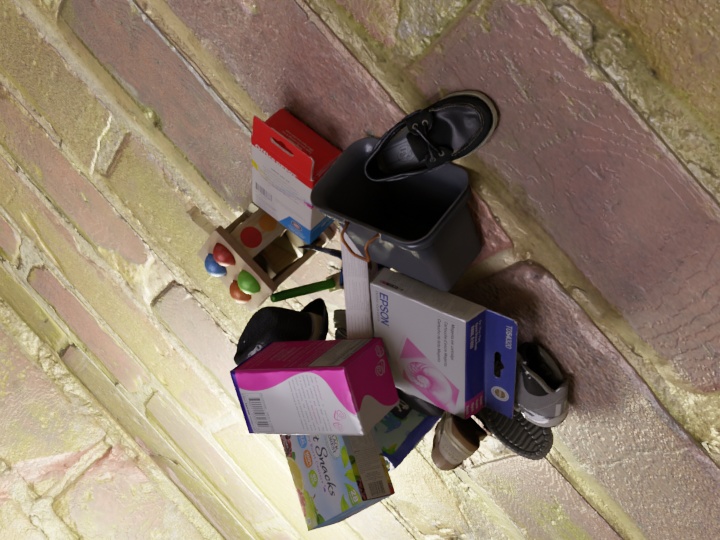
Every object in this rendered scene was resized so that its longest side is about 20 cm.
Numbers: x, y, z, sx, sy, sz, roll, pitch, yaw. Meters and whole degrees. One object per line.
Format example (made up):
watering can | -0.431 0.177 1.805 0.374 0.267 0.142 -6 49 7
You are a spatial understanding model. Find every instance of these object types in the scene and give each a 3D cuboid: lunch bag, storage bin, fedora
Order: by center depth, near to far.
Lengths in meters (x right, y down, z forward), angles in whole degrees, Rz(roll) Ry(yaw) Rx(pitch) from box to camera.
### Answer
storage bin | 0.051 -0.055 1.474 0.200 0.146 0.134 23 156 40
fedora | -0.130 0.113 1.762 0.091 0.201 0.200 27 160 -20
lunch bag | 0.041 0.224 1.827 0.200 0.170 0.128 11 140 51

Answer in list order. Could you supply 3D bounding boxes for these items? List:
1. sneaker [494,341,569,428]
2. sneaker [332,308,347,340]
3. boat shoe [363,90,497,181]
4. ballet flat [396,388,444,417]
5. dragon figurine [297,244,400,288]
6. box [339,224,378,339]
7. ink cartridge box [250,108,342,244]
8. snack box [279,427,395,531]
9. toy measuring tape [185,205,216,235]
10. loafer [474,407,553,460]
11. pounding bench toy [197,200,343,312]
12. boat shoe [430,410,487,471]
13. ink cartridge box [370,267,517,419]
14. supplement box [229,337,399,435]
sneaker | 0.197 0.125 1.581 0.200 0.075 0.116 24 143 20
sneaker | 0.048 0.103 1.689 0.200 0.078 0.087 2 89 38
boat shoe | 0.073 -0.148 1.349 0.199 0.066 0.075 -13 109 49
ballet flat | 0.058 0.139 1.744 0.200 0.068 0.068 48 -178 34
dragon figurine | 0.010 -0.006 1.674 0.200 0.059 0.099 38 151 7
box | 0.000 0.000 1.612 0.041 0.039 0.201 1 103 23
ink cartridge box | -0.090 -0.141 1.626 0.116 0.067 0.200 37 152 17
snack box | -0.044 0.263 1.730 0.169 0.068 0.200 -39 65 49
toy measuring tape | -0.209 -0.049 1.934 0.200 0.074 0.074 42 154 9
loafer | 0.198 0.195 1.682 0.200 0.075 0.070 43 180 21
pounding bench toy | -0.124 -0.006 1.767 0.200 0.156 0.124 47 154 -1
boat shoe | 0.131 0.236 1.643 0.072 0.065 0.200 43 -172 3
ink cartridge box | 0.108 0.108 1.546 0.200 0.043 0.197 23 140 26
supplement box | -0.063 0.159 1.600 0.200 0.103 0.101 -4 109 36
